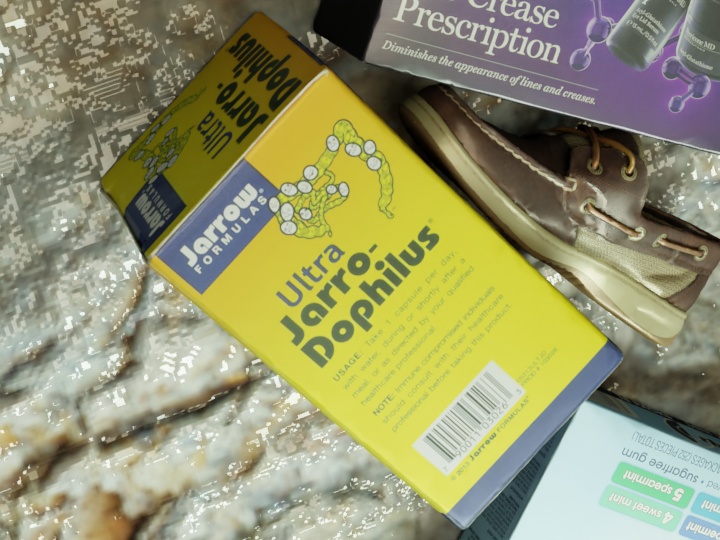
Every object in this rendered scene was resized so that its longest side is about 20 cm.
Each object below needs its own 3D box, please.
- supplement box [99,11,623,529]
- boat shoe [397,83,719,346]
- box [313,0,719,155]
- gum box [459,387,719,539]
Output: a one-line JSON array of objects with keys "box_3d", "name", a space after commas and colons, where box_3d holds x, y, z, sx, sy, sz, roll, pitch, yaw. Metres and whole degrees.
[{"box_3d": [0.000, 0.000, 0.888, 0.110, 0.109, 0.200, -47, 117, 2], "name": "supplement box"}, {"box_3d": [0.099, -0.039, 0.924, 0.200, 0.072, 0.072, 35, 98, -34], "name": "boat shoe"}, {"box_3d": [0.098, -0.142, 0.891, 0.199, 0.079, 0.142, 11, 102, -22], "name": "box"}, {"box_3d": [0.126, 0.170, 1.029, 0.169, 0.045, 0.201, 22, 101, -25], "name": "gum box"}]
